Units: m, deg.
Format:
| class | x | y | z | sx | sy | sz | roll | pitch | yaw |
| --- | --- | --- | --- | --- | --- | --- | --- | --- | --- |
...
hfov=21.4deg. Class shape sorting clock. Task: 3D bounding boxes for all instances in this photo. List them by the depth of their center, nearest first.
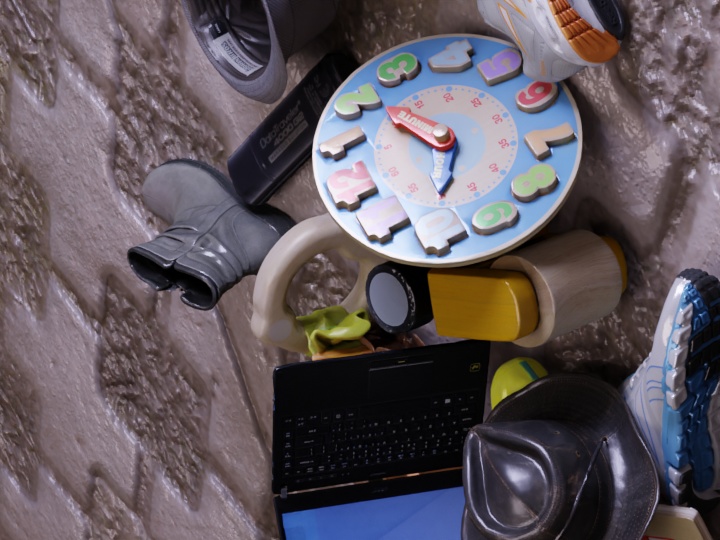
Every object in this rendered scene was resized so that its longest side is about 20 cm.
| class | x | y | z | sx | sy | sz | roll | pitch | yaw |
| --- | --- | --- | --- | --- | --- | --- | --- | --- | --- |
| shape sorting clock | 0.062 | -0.092 | 1.391 | 0.200 | 0.200 | 0.039 | 39 | 167 | 28 |

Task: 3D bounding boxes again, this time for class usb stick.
| class | x | y | z | sx | sy | sz | roll | pitch | yaw |
| --- | --- | --- | --- | --- | --- | --- | --- | --- | --- |
| usb stick | -0.057 | -0.119 | 1.632 | 0.200 | 0.033 | 0.056 | -41 | 71 | 51 |

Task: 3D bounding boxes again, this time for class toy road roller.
| class | x | y | z | sx | sy | sz | roll | pitch | yaw |
| --- | --- | --- | --- | --- | --- | --- | --- | --- | --- |
| toy road roller | 0.093 | -0.030 | 1.439 | 0.200 | 0.123 | 0.147 | 8 | 111 | 47 |

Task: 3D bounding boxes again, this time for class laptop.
| class | x | y | z | sx | sy | sz | roll | pitch | yaw |
| --- | --- | --- | --- | --- | --- | --- | --- | --- | --- |
| laptop | 0.026 | 0.170 | 1.494 | 0.103 | 0.176 | 0.201 | -117 | 24 | -53 |

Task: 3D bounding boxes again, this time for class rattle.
| class | x | y | z | sx | sy | sz | roll | pitch | yaw |
| --- | --- | --- | --- | --- | --- | --- | --- | --- | --- |
| rattle | 0.000 | 0.000 | 1.539 | 0.200 | 0.130 | 0.143 | -59 | 25 | 17 |

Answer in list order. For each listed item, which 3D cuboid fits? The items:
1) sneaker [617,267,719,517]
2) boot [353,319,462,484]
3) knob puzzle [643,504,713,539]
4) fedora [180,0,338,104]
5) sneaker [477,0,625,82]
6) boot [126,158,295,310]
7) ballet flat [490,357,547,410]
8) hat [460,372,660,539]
| class | x | y | z | sx | sy | sz | roll | pitch | yaw |
| --- | --- | --- | --- | --- | --- | --- | --- | --- | --- |
| sneaker | 0.222 | 0.085 | 1.398 | 0.087 | 0.075 | 0.201 | 29 | 130 | 43 |
| boot | 0.056 | 0.136 | 1.614 | 0.200 | 0.074 | 0.155 | 22 | 121 | 37 |
| knob puzzle | 0.207 | 0.230 | 1.482 | 0.219 | 0.030 | 0.220 | 23 | 146 | 17 |
| fedora | -0.076 | -0.230 | 1.532 | 0.177 | 0.090 | 0.200 | 61 | 160 | 7 |
| sneaker | 0.103 | -0.221 | 1.364 | 0.092 | 0.076 | 0.201 | -32 | 84 | 56 |
| boot | -0.162 | -0.036 | 1.715 | 0.200 | 0.130 | 0.068 | 26 | 128 | 38 |
| ballet flat | 0.143 | 0.168 | 1.530 | 0.067 | 0.067 | 0.201 | -150 | 49 | -64 |
| hat | 0.120 | 0.159 | 1.402 | 0.200 | 0.081 | 0.201 | -26 | 53 | 40 |
